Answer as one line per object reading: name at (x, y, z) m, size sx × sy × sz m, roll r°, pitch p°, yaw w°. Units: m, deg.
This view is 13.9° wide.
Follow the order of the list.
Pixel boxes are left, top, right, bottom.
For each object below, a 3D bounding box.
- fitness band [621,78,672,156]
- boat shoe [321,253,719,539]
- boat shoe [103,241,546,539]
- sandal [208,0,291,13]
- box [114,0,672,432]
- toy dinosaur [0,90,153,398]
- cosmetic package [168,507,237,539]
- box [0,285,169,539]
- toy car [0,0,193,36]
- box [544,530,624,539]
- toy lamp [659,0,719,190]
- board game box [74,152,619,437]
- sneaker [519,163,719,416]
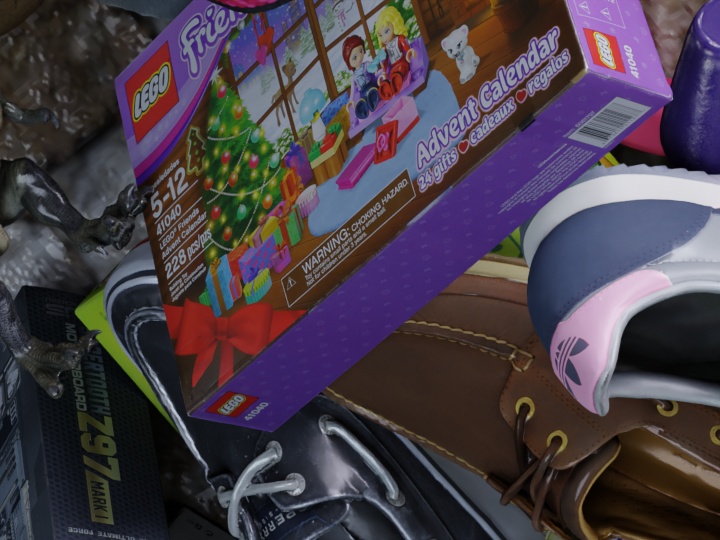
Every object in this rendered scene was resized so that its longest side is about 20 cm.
fitness band at (0.117, -0.126, 0.946) m, size 0.143 × 0.037 × 0.200 m, roll 34°, pitch 125°, yaw -2°
boat shoe at (0.072, 0.050, 0.954) m, size 0.199 × 0.068 × 0.072 m, roll 17°, pitch 137°, yaw 11°
boat shoe at (-0.017, 0.073, 1.016) m, size 0.200 × 0.068 × 0.072 m, roll 45°, pitch 131°, yaw -5°
sandal at (-0.024, -0.102, 0.901) m, size 0.200 × 0.075 × 0.045 m, roll -11°, pitch 97°, yaw 60°
box at (0.003, -0.058, 0.934) m, size 0.039 × 0.137 × 0.200 m, roll 14°, pitch 139°, yaw -38°
toy dinosaur at (-0.123, -0.009, 0.992) m, size 0.088 × 0.047 × 0.201 m, roll 26°, pitch 130°, yaw 14°
cosmetic package at (-0.105, 0.193, 1.174) m, size 0.051 × 0.083 × 0.200 m, roll 31°, pitch 123°, yaw 3°
box at (-0.135, 0.131, 1.109) m, size 0.051 × 0.158 × 0.200 m, roll 14°, pitch 127°, yaw -23°
toy car at (-0.157, -0.108, 1.005) m, size 0.199 × 0.158 × 0.165 m, roll -12°, pitch 125°, yaw 14°
box at (0.166, 0.172, 1.003) m, size 0.199 × 0.097 × 0.176 m, roll 8°, pitch 137°, yaw 29°
toy lamp at (0.126, -0.003, 0.968) m, size 0.058 × 0.058 × 0.201 m, roll 11°, pitch 135°, yaw 16°
board game box at (0.000, 0.000, 1.034) m, size 0.102 × 0.048 × 0.200 m, roll 49°, pitch 131°, yaw -9°
sneaker at (0.150, 0.016, 0.892) m, size 0.199 × 0.082 × 0.070 m, roll -2°, pitch 133°, yaw -2°
